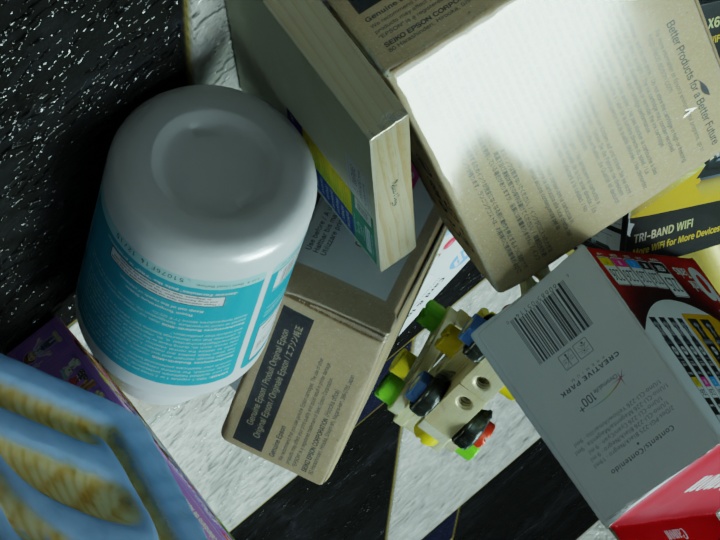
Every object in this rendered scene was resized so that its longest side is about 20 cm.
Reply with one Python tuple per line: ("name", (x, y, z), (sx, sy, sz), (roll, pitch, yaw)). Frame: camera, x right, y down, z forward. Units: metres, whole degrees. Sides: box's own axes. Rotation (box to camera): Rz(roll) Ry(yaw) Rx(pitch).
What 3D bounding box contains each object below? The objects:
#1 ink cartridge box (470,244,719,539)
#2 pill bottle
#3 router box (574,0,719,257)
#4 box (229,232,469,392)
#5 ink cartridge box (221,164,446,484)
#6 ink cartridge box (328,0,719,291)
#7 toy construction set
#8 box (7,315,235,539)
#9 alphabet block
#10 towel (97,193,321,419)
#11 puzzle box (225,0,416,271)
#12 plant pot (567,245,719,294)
("ink cartridge box", (0.173, 0.082, 1.653), (0.084, 0.176, 0.200), (-39, 165, 18))
("pill bottle", (-0.093, -0.004, 1.607), (0.111, 0.111, 0.200), (-35, 163, -29))
("router box", (0.214, -0.098, 1.756), (0.200, 0.052, 0.157), (-16, 120, -37))
("box", (-0.005, 0.016, 2.027), (0.156, 0.041, 0.200), (-47, 166, 15))
("ink cartridge box", (0.000, 0.000, 1.771), (0.165, 0.075, 0.200), (111, 5, -52))
("ink cartridge box", (0.095, -0.106, 1.557), (0.165, 0.075, 0.200), (-33, 139, -4))
("toy construction set", (0.077, 0.035, 1.791), (0.131, 0.092, 0.200), (-61, 175, -48))
("box", (-0.113, 0.130, 1.698), (0.039, 0.200, 0.137), (-38, 152, -3))
("alphabet block", (-0.206, 0.174, 1.532), (0.195, 0.196, 0.200), (27, 111, -42))
("towel", (-0.102, 0.029, 1.823), (0.133, 0.034, 0.200), (-32, 161, -40))
("puzzle box", (-0.021, -0.086, 1.529), (0.025, 0.133, 0.200), (-35, 164, -9))
("plant pot", (0.222, -0.074, 1.938), (0.200, 0.176, 0.200), (-36, -154, -27))
